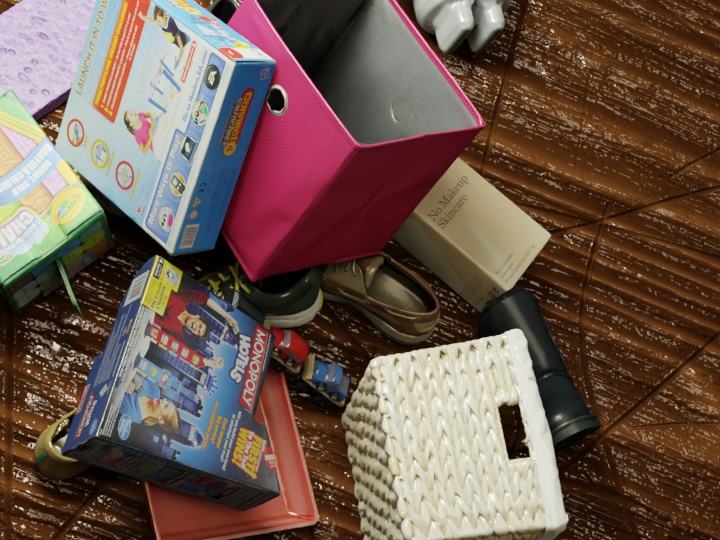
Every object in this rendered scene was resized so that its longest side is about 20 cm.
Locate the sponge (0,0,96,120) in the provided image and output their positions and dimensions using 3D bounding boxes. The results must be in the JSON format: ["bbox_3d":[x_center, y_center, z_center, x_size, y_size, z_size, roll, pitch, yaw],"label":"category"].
[{"bbox_3d":[-0.319,-0.244,1.689,0.199,0.030,0.112,-39,83,-26],"label":"sponge"}]

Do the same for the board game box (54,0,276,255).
[{"bbox_3d":[-0.188,-0.152,1.491,0.056,0.202,0.195,-8,39,-48],"label":"board game box"}]

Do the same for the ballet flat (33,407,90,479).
[{"bbox_3d":[-0.225,0.137,1.541,0.199,0.063,0.069,-35,81,-26],"label":"ballet flat"}]

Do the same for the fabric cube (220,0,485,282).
[{"bbox_3d":[-0.042,-0.138,1.539,0.199,0.200,0.197,-14,63,-48],"label":"fabric cube"}]

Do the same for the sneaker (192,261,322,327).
[{"bbox_3d":[-0.132,0.019,1.596,0.197,0.085,0.075,-12,61,-15],"label":"sneaker"}]

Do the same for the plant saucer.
[{"bbox_3d":[-0.145,0.161,1.530,0.198,0.037,0.202,-1,71,-44],"label":"plant saucer"}]

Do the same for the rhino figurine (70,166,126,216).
[{"bbox_3d":[-0.203,-0.117,1.655,0.199,0.060,0.088,-28,73,-32],"label":"rhino figurine"}]

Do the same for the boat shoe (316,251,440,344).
[{"bbox_3d":[0.000,0.000,1.660,0.198,0.072,0.076,29,63,-4],"label":"boat shoe"}]

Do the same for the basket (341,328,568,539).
[{"bbox_3d":[0.083,0.187,1.542,0.159,0.200,0.201,-6,70,-13],"label":"basket"}]

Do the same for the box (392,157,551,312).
[{"bbox_3d":[0.094,-0.057,1.709,0.199,0.078,0.095,39,64,1],"label":"box"}]

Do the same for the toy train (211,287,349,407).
[{"bbox_3d":[-0.076,0.077,1.577,0.200,0.045,0.034,40,41,-33],"label":"toy train"}]

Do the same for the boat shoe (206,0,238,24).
[{"bbox_3d":[-0.158,-0.209,1.678,0.068,0.057,0.202,15,47,-17],"label":"boat shoe"}]

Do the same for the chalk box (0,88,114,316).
[{"bbox_3d":[-0.321,-0.047,1.543,0.124,0.125,0.201,-37,82,-12],"label":"chalk box"}]

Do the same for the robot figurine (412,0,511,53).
[{"bbox_3d":[0.106,-0.349,1.814,0.168,0.113,0.202,-4,69,-29],"label":"robot figurine"}]

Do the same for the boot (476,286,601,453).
[{"bbox_3d":[0.173,0.102,1.610,0.076,0.200,0.170,-29,82,7],"label":"boot"}]

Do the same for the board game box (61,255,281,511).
[{"bbox_3d":[-0.153,0.125,1.470,0.199,0.061,0.202,37,48,-27],"label":"board game box"}]
